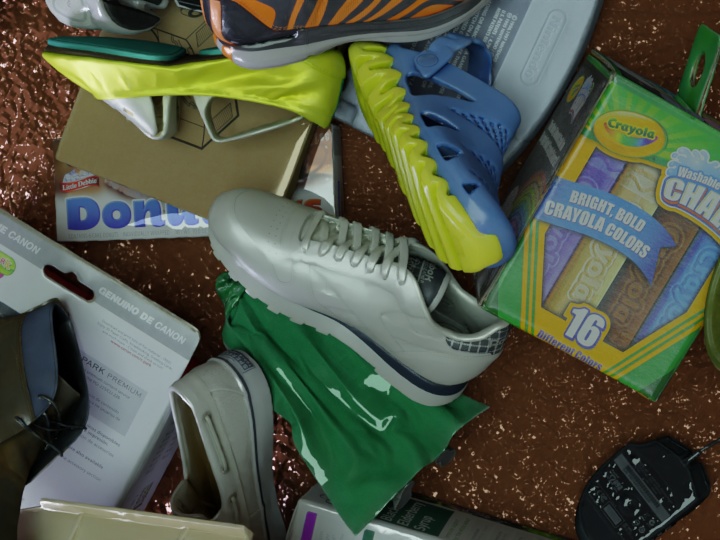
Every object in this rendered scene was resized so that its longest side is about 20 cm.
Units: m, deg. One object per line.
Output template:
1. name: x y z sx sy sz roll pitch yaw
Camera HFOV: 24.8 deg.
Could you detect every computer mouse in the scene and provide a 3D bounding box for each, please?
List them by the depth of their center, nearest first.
1. computer mouse: 0.220 0.114 1.044 0.200 0.034 0.059 -38 70 10

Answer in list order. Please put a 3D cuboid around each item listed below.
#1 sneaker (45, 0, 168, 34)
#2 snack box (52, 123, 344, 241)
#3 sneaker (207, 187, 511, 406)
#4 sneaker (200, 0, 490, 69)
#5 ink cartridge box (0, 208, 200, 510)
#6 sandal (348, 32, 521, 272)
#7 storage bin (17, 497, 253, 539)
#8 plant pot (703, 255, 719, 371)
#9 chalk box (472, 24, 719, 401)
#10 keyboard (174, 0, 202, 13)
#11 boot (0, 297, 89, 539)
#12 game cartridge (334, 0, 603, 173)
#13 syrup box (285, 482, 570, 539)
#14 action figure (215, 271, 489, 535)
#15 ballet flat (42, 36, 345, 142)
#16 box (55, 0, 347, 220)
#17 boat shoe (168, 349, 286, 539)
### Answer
1. sneaker: -0.161 -0.251 1.064 0.081 0.075 0.201 3 79 43
2. snack box: -0.110 -0.058 1.106 0.199 0.024 0.072 -2 92 14
3. sneaker: 0.000 0.000 1.013 0.200 0.077 0.081 30 140 -6
4. sneaker: 0.001 -0.190 0.962 0.199 0.112 0.078 -20 57 -5
5. ink cartridge box: -0.211 0.062 1.114 0.200 0.084 0.176 31 103 9
6. sandal: 0.056 -0.081 0.967 0.087 0.080 0.200 -18 47 -4
7. storage bin: -0.110 0.234 1.022 0.198 0.200 0.094 1 57 36
8. plant pot: 0.297 0.036 0.898 0.199 0.187 0.188 16 100 -14
9. chalk box: 0.168 -0.049 0.977 0.123 0.124 0.200 29 103 -6
10. keyboard: -0.040 -0.253 1.054 0.127 0.021 0.201 15 89 15
11. boot: -0.213 0.103 1.003 0.097 0.075 0.200 -26 53 7
12. game cartridge: 0.080 -0.161 1.044 0.133 0.041 0.201 28 102 13
13. syrup box: 0.053 0.201 1.066 0.199 0.079 0.082 16 101 12
14. action figure: -0.026 0.067 1.073 0.118 0.055 0.200 -40 68 -16
15. ballet flat: -0.107 -0.115 1.040 0.199 0.067 0.067 1 102 11
16. box: -0.097 -0.138 1.080 0.163 0.021 0.201 21 92 13
17. boat shoe: -0.094 0.152 1.073 0.071 0.070 0.201 28 129 44
